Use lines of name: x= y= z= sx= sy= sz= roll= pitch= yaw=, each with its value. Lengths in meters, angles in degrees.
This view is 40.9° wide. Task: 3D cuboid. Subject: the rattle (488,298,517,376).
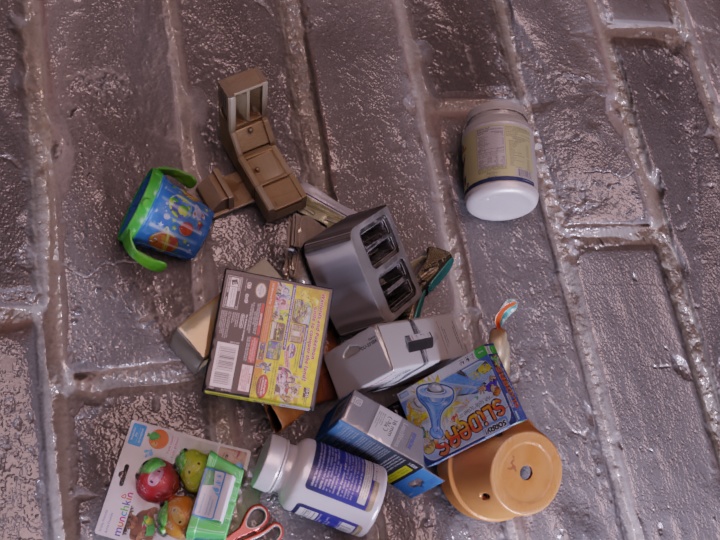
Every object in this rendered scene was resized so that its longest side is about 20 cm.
rattle: x=0.195 y=0.139 z=1.636 sx=0.130 sy=0.142 sz=0.201 roll=-38 pitch=128 yaw=-50

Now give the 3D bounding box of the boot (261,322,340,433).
boot: x=-0.117 y=0.153 z=1.630 sx=0.199 sy=0.068 sz=0.189 roll=-23 pitch=90 yaw=-43

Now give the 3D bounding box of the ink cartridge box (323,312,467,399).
ink cartridge box: x=0.060 y=0.144 z=1.637 sx=0.199 sy=0.144 sz=0.084 roll=-4 pitch=68 yaw=-46

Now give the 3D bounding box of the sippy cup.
sippy cup: x=-0.326 y=-0.086 z=1.645 sx=0.130 sy=0.140 sz=0.179 roll=26 pitch=87 yaw=-20

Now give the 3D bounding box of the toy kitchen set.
toy kitchen set: x=-0.207 y=-0.201 z=1.687 sx=0.162 sy=0.181 sz=0.201 roll=-25 pitch=67 yaw=-19

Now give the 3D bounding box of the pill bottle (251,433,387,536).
pill bottle: x=-0.068 y=0.341 z=1.561 sx=0.199 sy=0.120 sz=0.120 roll=23 pitch=63 yaw=-9

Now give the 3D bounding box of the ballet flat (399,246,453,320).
ballet flat: x=0.103 y=0.032 z=1.789 sx=0.075 sy=0.068 sz=0.200 roll=23 pitch=55 yaw=15

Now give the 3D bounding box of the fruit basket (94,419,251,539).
fruit basket: x=-0.287 y=0.341 z=1.499 sx=0.199 sy=0.094 sz=0.186 roll=19 pitch=64 yaw=-8

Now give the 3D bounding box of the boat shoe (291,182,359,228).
boat shoe: x=-0.045 y=-0.086 z=1.782 sx=0.199 sy=0.072 sz=0.062 roll=31 pitch=75 yaw=6

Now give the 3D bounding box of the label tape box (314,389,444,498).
label tape box: x=0.039 y=0.291 z=1.607 sx=0.199 sy=0.144 sz=0.064 roll=31 pitch=60 yaw=-6

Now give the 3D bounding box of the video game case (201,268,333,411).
video game case: x=-0.147 y=0.112 z=1.549 sx=0.179 sy=0.026 sz=0.202 roll=11 pitch=78 yaw=-8

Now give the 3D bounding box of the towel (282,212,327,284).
towel: x=-0.063 y=-0.007 z=1.702 sx=0.200 sy=0.034 sz=0.133 roll=33 pitch=52 yaw=-44

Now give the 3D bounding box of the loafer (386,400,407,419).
loafer: x=0.119 y=0.250 z=1.698 sx=0.199 sy=0.063 sz=0.072 roll=-10 pitch=74 yaw=-23

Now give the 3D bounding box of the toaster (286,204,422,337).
toaster: x=0.000 y=0.000 z=1.654 sx=0.200 sy=0.118 sz=0.182 roll=-35 pitch=104 yaw=-54

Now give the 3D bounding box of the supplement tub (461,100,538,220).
supplement tub: x=0.272 y=-0.215 z=1.896 sx=0.144 sy=0.145 sz=0.202 roll=7 pitch=66 yaw=-17

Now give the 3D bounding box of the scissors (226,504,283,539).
scissors: x=-0.215 y=0.442 z=1.527 sx=0.199 sy=0.014 sz=0.073 roll=-27 pitch=80 yaw=-28

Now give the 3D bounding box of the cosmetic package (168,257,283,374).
cosmetic package: x=-0.221 y=0.077 z=1.624 sx=0.200 sy=0.105 sz=0.071 roll=-41 pitch=86 yaw=-27

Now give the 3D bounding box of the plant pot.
plant pot: x=0.248 y=0.334 z=1.637 sx=0.199 sy=0.140 sz=0.202 roll=1 pitch=88 yaw=-21

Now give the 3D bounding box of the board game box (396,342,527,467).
board game box: x=0.164 y=0.224 z=1.592 sx=0.034 sy=0.200 sz=0.136 roll=-1 pitch=62 yaw=-51
